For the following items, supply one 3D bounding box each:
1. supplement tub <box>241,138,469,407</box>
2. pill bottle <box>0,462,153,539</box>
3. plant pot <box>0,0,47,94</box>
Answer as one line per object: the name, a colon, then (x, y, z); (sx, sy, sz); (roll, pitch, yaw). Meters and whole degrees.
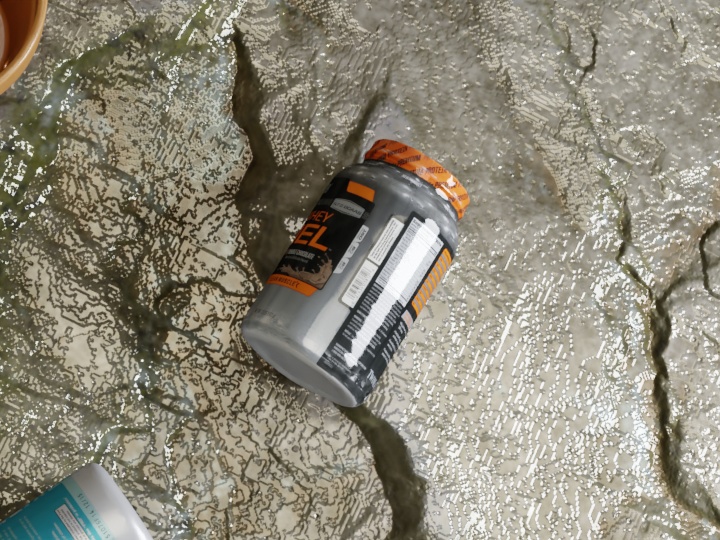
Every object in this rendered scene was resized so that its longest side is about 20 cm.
supplement tub: (0.000, 0.000, 1.546); (0.122, 0.123, 0.201); (33, 76, -1)
pill bottle: (-0.259, 0.249, 1.465); (0.199, 0.111, 0.111); (-34, 85, -14)
plant pot: (-0.354, -0.208, 1.527); (0.198, 0.140, 0.202); (2, 79, -9)
